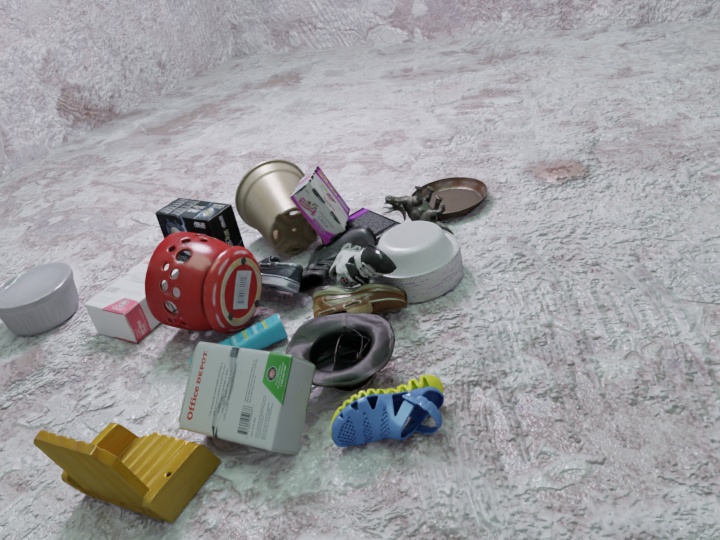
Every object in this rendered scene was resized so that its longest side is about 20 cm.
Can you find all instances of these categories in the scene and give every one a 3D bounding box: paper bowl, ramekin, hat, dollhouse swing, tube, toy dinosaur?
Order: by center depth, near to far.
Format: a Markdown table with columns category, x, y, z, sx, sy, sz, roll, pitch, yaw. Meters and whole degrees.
| category | x | y | z | sx | sy | sz | roll | pitch | yaw |
| --- | --- | --- | --- | --- | --- | --- | --- | --- | --- |
| dollhouse swing | -0.362 | 0.270 | 1.075 | 0.196 | 0.179 | 0.182 | 4 | 34 | 30 |
| hat | -0.031 | 0.158 | 1.218 | 0.195 | 0.082 | 0.203 | -8 | 38 | 6 |
| tube | -0.240 | 0.150 | 1.366 | 0.197 | 0.051 | 0.077 | -26 | 23 | -9 |
| paper bowl | 0.112 | -0.029 | 1.453 | 0.196 | 0.106 | 0.202 | -12 | 30 | 7 |
| toy dinosaur | 0.151 | -0.132 | 1.634 | 0.199 | 0.104 | 0.076 | 41 | 31 | 23 |
| ramekin | -0.775 | 0.072 | 1.673 | 0.197 | 0.096 | 0.204 | -10 | 30 | 6 |

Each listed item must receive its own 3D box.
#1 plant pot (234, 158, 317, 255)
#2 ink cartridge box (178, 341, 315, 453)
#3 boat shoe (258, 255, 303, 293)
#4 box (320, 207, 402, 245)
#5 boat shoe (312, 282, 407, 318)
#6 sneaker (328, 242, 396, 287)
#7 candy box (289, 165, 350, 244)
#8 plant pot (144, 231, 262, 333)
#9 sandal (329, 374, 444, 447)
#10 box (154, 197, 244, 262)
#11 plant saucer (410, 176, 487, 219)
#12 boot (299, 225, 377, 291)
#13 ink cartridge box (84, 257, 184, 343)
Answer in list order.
| category | x | y | z | sx | sy | sz | roll | pitch | yaw |
| --- | --- | --- | --- | --- | --- | --- | --- | --- | --- |
| plant pot | -0.191 | -0.141 | 1.712 | 0.197 | 0.204 | 0.184 | -21 | 42 | -14 |
| ink cartridge box | -0.186 | 0.205 | 1.134 | 0.196 | 0.083 | 0.150 | 5 | 76 | 29 |
| boat shoe | -0.196 | 0.002 | 1.527 | 0.198 | 0.071 | 0.069 | 7 | 74 | 50 |
| box | 0.011 | -0.084 | 1.660 | 0.141 | 0.037 | 0.199 | -30 | 32 | -24 |
| boat shoe | -0.003 | 0.074 | 1.372 | 0.195 | 0.076 | 0.075 | -4 | 62 | 18 |
| sneaker | 0.000 | 0.000 | 1.372 | 0.089 | 0.074 | 0.199 | -51 | 20 | -16 |
| candy box | -0.090 | -0.155 | 1.612 | 0.060 | 0.137 | 0.200 | -35 | 13 | 12 |
| plant pot | -0.319 | 0.029 | 1.445 | 0.179 | 0.204 | 0.201 | 9 | 36 | 29 |
| sandal | 0.048 | 0.228 | 1.074 | 0.196 | 0.081 | 0.087 | -20 | 34 | -7 |
| box | -0.383 | -0.077 | 1.686 | 0.197 | 0.167 | 0.086 | 11 | 36 | 35 |
| plant saucer | 0.220 | -0.177 | 1.730 | 0.195 | 0.033 | 0.202 | -11 | 30 | 7 |
| boot | -0.057 | -0.016 | 1.514 | 0.198 | 0.070 | 0.132 | -27 | 17 | 41 |
| ink cartridge box | -0.496 | 0.063 | 1.579 | 0.144 | 0.084 | 0.200 | 7 | 36 | 33 |
